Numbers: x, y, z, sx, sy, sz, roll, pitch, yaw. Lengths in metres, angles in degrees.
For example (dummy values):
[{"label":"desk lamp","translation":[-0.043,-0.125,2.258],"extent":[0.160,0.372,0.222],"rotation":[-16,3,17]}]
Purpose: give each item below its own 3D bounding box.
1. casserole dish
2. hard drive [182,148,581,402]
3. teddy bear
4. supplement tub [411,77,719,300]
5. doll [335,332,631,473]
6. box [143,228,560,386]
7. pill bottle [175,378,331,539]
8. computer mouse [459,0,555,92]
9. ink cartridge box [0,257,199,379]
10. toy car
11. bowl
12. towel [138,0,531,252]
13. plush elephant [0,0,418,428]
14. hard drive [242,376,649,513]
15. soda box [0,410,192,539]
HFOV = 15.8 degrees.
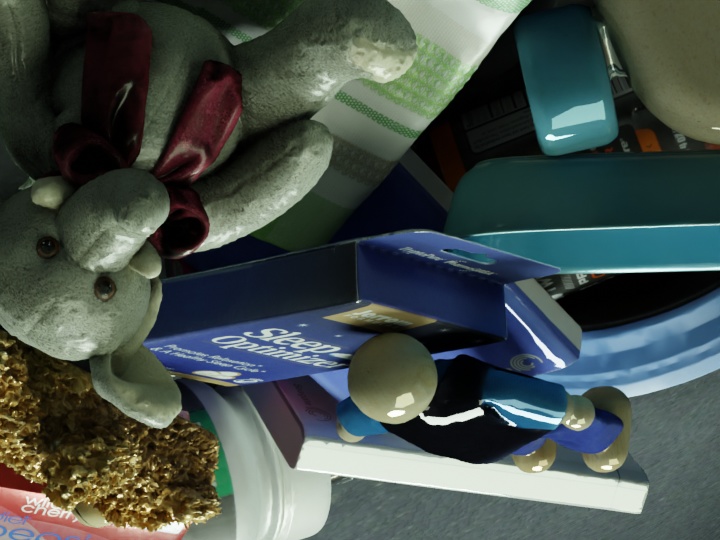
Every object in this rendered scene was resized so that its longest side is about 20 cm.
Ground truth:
[{"label":"casserole dish","translation":[0.125,-0.026,1.148],"extent":[0.198,0.039,0.121],"rotation":[-2,170,10]},{"label":"hard drive","translation":[0.000,0.000,1.240],"extent":[0.131,0.026,0.200],"rotation":[-17,139,29]},{"label":"teddy bear","translation":[-0.151,0.069,1.192],"extent":[0.067,0.144,0.200],"rotation":[-62,150,-3]},{"label":"supplement tub","translation":[0.093,-0.039,1.307],"extent":[0.199,0.107,0.107],"rotation":[-22,155,5]},{"label":"doll","translation":[0.050,0.065,1.202],"extent":[0.136,0.049,0.200],"rotation":[-4,169,28]},{"label":"box","translation":[-0.021,0.019,1.172],"extent":[0.199,0.033,0.121],"rotation":[-12,164,34]},{"label":"pill bottle","translation":[-0.124,0.122,1.411],"extent":[0.199,0.114,0.113],"rotation":[-14,152,-26]},{"label":"computer mouse","translation":[0.008,-0.083,1.222],"extent":[0.199,0.046,0.141],"rotation":[-18,153,-19]},{"label":"ink cartridge box","translation":[-0.096,0.024,1.310],"extent":[0.094,0.037,0.200],"rotation":[-14,163,25]},{"label":"toy car","translation":[0.151,-0.148,1.160],"extent":[0.183,0.178,0.200],"rotation":[-14,-175,4]},{"label":"bowl","translation":[0.150,-0.006,1.364],"extent":[0.200,0.201,0.040],"rotation":[-25,117,-3]},{"label":"towel","translation":[-0.034,-0.092,1.092],"extent":[0.149,0.031,0.200],"rotation":[27,133,-13]},{"label":"plush elephant","translation":[-0.100,-0.036,1.034],"extent":[0.164,0.155,0.200],"rotation":[28,136,-19]},{"label":"hard drive","translation":[0.042,0.081,1.400],"extent":[0.199,0.132,0.027],"rotation":[9,109,-21]},{"label":"soda box","translation":[-0.184,0.096,1.280],"extent":[0.199,0.070,0.063],"rotation":[12,139,-23]}]
